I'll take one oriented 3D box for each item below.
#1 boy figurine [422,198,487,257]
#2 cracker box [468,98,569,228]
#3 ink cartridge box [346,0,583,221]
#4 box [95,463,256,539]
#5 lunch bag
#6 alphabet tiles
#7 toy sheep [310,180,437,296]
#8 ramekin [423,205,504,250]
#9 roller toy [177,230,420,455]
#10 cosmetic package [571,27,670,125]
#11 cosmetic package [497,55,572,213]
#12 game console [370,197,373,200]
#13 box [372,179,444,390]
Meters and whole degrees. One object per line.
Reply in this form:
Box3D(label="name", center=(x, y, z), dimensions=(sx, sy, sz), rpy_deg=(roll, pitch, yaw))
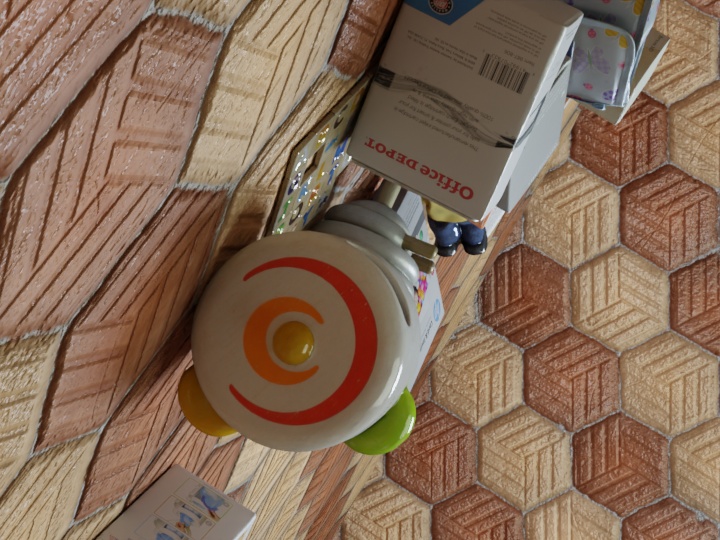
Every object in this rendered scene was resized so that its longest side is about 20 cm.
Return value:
Box3D(label="boy figurine", center=(0.110, -0.098, 1.864), dimensions=(0.200, 0.124, 0.065), rpy_deg=(73, 16, -49))
Box3D(label="cracker box", center=(0.135, -0.161, 1.666), dimensions=(0.200, 0.134, 0.058), rpy_deg=(-53, 173, -29))
Box3D(label="ink cartridge box", center=(0.093, -0.168, 1.352), dimensions=(0.201, 0.144, 0.084), rpy_deg=(-67, 169, 25))
Box3D(label="box", center=(-0.201, 0.295, 1.439), dimensions=(0.113, 0.101, 0.200), rpy_deg=(-64, 170, 27))
Box3D(label="lunch bag", center=(0.224, -0.280, 1.548), dimensions=(0.127, 0.169, 0.201), rpy_deg=(-32, 140, -71))
Box3D(label="alphabet tiles", center=(-0.029, -0.103, 1.380), dimensions=(0.200, 0.008, 0.168), rpy_deg=(-50, 167, -42))
Box3D(label="toy sheep", center=(0.000, 0.000, 1.482), dimensions=(0.138, 0.137, 0.201), rpy_deg=(97, 16, -69))
Box3D(label="ramekin", center=(0.163, -0.131, 2.038), dimensions=(0.201, 0.097, 0.201), rpy_deg=(-56, 170, -15))
Box3D(label="roller toy", center=(-0.047, 0.059, 1.259), dimensions=(0.140, 0.199, 0.183), rpy_deg=(5, 93, -80))
Box3D(label="cosmetic package", center=(0.233, -0.262, 1.666), dimensions=(0.105, 0.200, 0.071), rpy_deg=(-52, 170, -39))
Box3D(label="cosmetic package", center=(0.148, -0.152, 1.507), dimensions=(0.107, 0.090, 0.200), rpy_deg=(-54, 163, -12))
Box3D(label="game console", center=(-0.011, -0.008, 1.748), dimensions=(0.200, 0.118, 0.172), rpy_deg=(-41, 129, -64))
Box3D(label="box", center=(0.041, 0.017, 1.668), dimensions=(0.156, 0.041, 0.201), rpy_deg=(-62, 148, -48))
